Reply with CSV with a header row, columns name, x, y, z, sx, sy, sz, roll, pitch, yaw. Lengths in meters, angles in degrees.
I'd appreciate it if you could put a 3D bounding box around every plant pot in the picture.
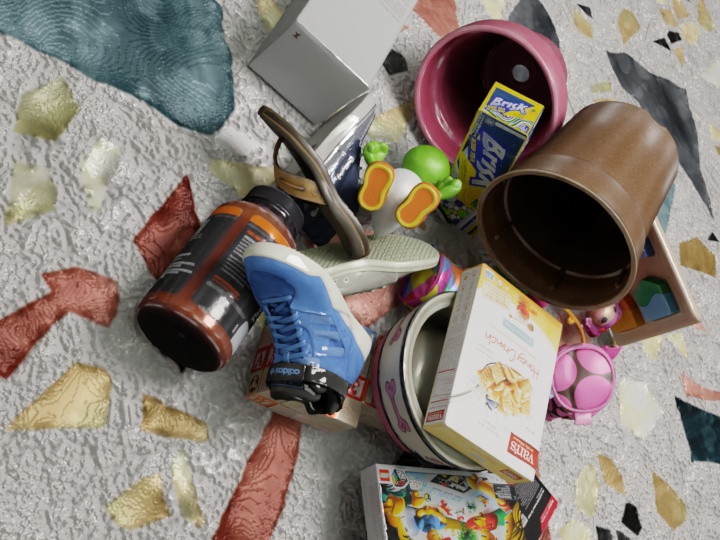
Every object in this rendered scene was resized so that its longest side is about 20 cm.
name,x,y,z,sx,sy,sz,roll,pitch,yaw
plant pot,0.197,-0.247,1.232,0.200,0.200,0.179,58,36,-6
plant pot,0.275,-0.089,1.088,0.200,0.200,0.198,51,56,-11

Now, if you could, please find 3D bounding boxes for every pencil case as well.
name,x,y,z,sx,sy,sz,roll,pitch,yaw
pencil case,0.252,0.146,1.129,0.091,0.200,0.094,-8,80,1
pencil case,0.139,0.053,1.145,0.200,0.088,0.088,36,56,-23

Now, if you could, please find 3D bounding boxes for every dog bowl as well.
name,x,y,z,sx,sy,sz,roll,pitch,yaw
dog bowl,0.097,0.128,1.018,0.200,0.074,0.200,15,66,-38

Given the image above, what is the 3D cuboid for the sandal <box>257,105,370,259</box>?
name,x,y,z,sx,sy,sz,roll,pitch,yaw
sandal,-0.060,-0.090,0.996,0.055,0.082,0.200,-33,105,-6

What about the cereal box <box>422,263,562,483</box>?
name,x,y,z,sx,sy,sz,roll,pitch,yaw
cereal box,0.150,0.113,0.992,0.144,0.040,0.200,35,55,-28

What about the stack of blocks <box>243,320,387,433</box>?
name,x,y,z,sx,sy,sz,roll,pitch,yaw
stack of blocks,-0.020,0.122,1.017,0.200,0.059,0.115,28,60,-27

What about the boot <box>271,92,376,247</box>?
name,x,y,z,sx,sy,sz,roll,pitch,yaw
boot,-0.025,-0.123,1.096,0.090,0.073,0.200,48,62,-20

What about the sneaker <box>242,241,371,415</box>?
name,x,y,z,sx,sy,sz,roll,pitch,yaw
sneaker,-0.063,0.068,0.891,0.200,0.077,0.111,55,46,-43

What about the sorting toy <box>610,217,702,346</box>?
name,x,y,z,sx,sy,sz,roll,pitch,yaw
sorting toy,0.373,0.007,1.263,0.036,0.200,0.185,-19,82,-21

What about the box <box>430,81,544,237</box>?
name,x,y,z,sx,sy,sz,roll,pitch,yaw
box,0.156,-0.135,1.140,0.070,0.200,0.064,29,53,6

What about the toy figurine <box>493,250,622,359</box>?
name,x,y,z,sx,sy,sz,roll,pitch,yaw
toy figurine,0.302,0.041,1.242,0.200,0.150,0.184,-40,112,-22

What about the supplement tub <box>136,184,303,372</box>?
name,x,y,z,sx,sy,sz,roll,pitch,yaw
supplement tub,-0.135,0.001,0.941,0.107,0.107,0.200,44,54,-17

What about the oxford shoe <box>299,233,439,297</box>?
name,x,y,z,sx,sy,sz,roll,pitch,yaw
oxford shoe,0.000,0.000,1.058,0.200,0.075,0.058,-11,123,-26

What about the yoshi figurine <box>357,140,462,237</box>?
name,x,y,z,sx,sy,sz,roll,pitch,yaw
yoshi figurine,0.061,-0.109,1.080,0.200,0.112,0.113,-43,118,-78

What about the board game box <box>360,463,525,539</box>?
name,x,y,z,sx,sy,sz,roll,pitch,yaw
board game box,0.096,0.283,0.988,0.200,0.035,0.126,12,56,-32

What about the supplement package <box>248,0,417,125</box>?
name,x,y,z,sx,sy,sz,roll,pitch,yaw
supplement package,-0.027,-0.303,1.117,0.117,0.117,0.200,41,55,-20

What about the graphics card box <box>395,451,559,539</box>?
name,x,y,z,sx,sy,sz,roll,pitch,yaw
graphics card box,0.145,0.260,1.100,0.200,0.051,0.125,51,53,-13
